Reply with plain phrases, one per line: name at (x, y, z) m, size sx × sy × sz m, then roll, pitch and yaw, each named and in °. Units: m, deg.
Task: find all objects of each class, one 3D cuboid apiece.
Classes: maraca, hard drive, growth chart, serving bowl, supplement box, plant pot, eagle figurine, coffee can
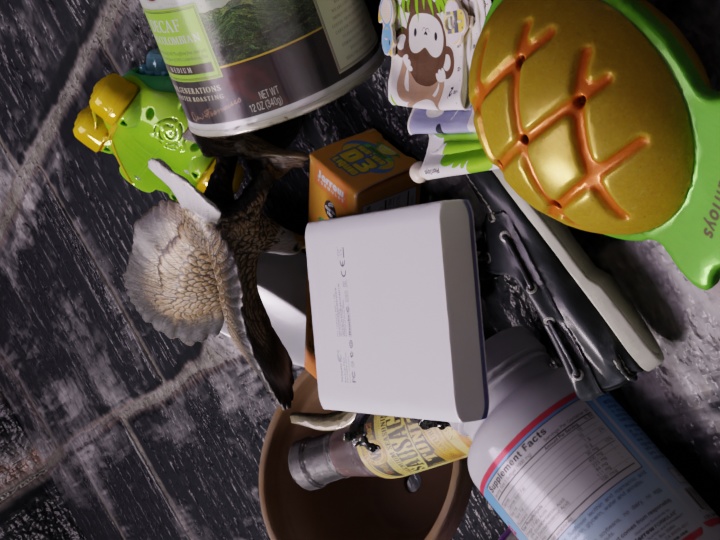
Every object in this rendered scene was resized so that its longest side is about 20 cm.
maraca at (0.132, -0.073, 0.801) m, size 0.200 × 0.106 × 0.138 m, roll 39°, pitch 143°, yaw 32°
hard drive at (0.019, 0.028, 1.032) m, size 0.200 × 0.025 × 0.134 m, roll -5°, pitch 90°, yaw 64°
growth chart at (0.044, -0.149, 0.945) m, size 0.144 × 0.018 × 0.202 m, roll -15°, pitch 85°, yaw 63°
serving bowl at (-0.092, 0.008, 1.359) m, size 0.198 × 0.066 × 0.200 m, roll 24°, pitch 161°, yaw 9°
supplement box at (0.000, 0.000, 1.179) m, size 0.066 × 0.068 × 0.202 m, roll 39°, pitch 138°, yaw 40°
plant pot at (0.021, 0.163, 1.276) m, size 0.201 × 0.202 × 0.092 m, roll 40°, pitch -170°, yaw 39°
eagle figurine at (-0.099, -0.007, 1.179) m, size 0.152 × 0.149 × 0.202 m, roll -99°, pitch 24°, yaw -72°
coffee can at (-0.082, -0.210, 1.035) m, size 0.146 × 0.146 × 0.202 m, roll 18°, pitch 134°, yaw 58°

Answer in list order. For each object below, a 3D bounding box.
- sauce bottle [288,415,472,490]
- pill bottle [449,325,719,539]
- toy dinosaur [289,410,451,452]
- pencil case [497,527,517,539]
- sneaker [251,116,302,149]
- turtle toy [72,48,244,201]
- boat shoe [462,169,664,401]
sauce bottle at (0.031, 0.123, 1.182) m, size 0.199 × 0.066 × 0.066 m, roll -25°, pitch 95°, yaw 35°
pill bottle at (0.140, 0.136, 1.028) m, size 0.200 × 0.108 × 0.109 m, roll 50°, pitch 155°, yaw 24°
toy dinosaur at (0.024, 0.086, 1.132) m, size 0.047 × 0.199 × 0.089 m, roll 39°, pitch -152°, yaw -26°
pencil case at (0.146, 0.274, 1.220) m, size 0.086 × 0.083 × 0.202 m, roll -92°, pitch -5°, yaw -52°
sneaker at (-0.108, -0.186, 1.207) m, size 0.114 × 0.076 × 0.200 m, roll 36°, pitch 153°, yaw 32°
turtle toy at (-0.164, -0.122, 1.364) m, size 0.145 × 0.102 × 0.200 m, roll 36°, pitch 159°, yaw -10°
boat shoe at (0.101, -0.006, 0.969) m, size 0.200 × 0.066 × 0.074 m, roll 52°, pitch -164°, yaw 6°
